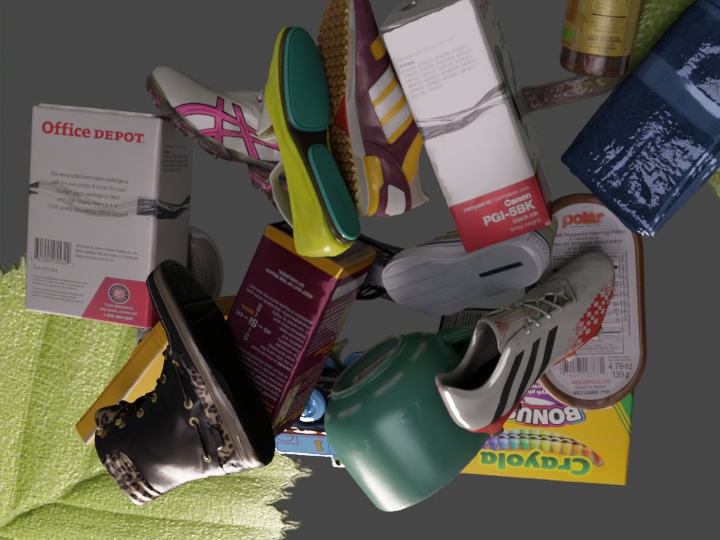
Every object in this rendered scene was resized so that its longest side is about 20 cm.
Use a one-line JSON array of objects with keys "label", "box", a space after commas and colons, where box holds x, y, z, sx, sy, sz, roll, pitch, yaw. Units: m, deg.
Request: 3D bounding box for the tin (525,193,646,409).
[{"label": "tin", "box": [0.213, 0.029, 0.868, 0.110, 0.042, 0.205, -3, 90, 5]}]

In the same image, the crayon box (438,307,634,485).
[{"label": "crayon box", "box": [0.182, 0.131, 0.960, 0.196, 0.058, 0.176, 2, 115, 12]}]

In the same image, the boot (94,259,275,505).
[{"label": "boot", "box": [-0.179, 0.108, 0.834, 0.149, 0.073, 0.203, -25, 96, 18]}]

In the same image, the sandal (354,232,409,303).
[{"label": "sandal", "box": [0.000, 0.000, 0.947, 0.196, 0.045, 0.076, 11, 117, 7]}]

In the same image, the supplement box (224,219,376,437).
[{"label": "supplement box", "box": [-0.073, 0.057, 0.886, 0.085, 0.110, 0.203, 29, 106, 12]}]

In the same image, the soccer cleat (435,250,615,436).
[{"label": "soccer cleat", "box": [0.144, 0.052, 0.795, 0.200, 0.069, 0.085, -47, 127, -4]}]

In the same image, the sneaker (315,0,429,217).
[{"label": "sneaker", "box": [0.016, -0.151, 0.826, 0.089, 0.075, 0.204, -9, 101, -24]}]

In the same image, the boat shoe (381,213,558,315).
[{"label": "boat shoe", "box": [0.103, -0.007, 0.867, 0.198, 0.062, 0.073, -12, 116, 46]}]

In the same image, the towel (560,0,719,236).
[{"label": "towel", "box": [0.274, -0.135, 0.793, 0.111, 0.048, 0.201, 42, 105, 7]}]

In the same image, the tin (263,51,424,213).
[{"label": "tin", "box": [-0.015, -0.124, 0.898, 0.199, 0.042, 0.112, -38, 106, 25]}]

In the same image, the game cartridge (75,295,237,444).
[{"label": "game cartridge", "box": [-0.182, 0.098, 0.969, 0.200, 0.175, 0.033, -49, 68, 24]}]

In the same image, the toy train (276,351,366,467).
[{"label": "toy train", "box": [-0.050, 0.154, 1.011, 0.196, 0.087, 0.116, 0, 121, 12]}]

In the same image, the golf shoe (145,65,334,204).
[{"label": "golf shoe", "box": [-0.105, -0.138, 0.861, 0.198, 0.073, 0.093, 35, 97, -7]}]

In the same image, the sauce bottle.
[{"label": "sauce bottle", "box": [0.211, -0.266, 0.766, 0.063, 0.065, 0.204, 9, 115, 8]}]

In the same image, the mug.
[{"label": "mug", "box": [0.048, 0.123, 0.887, 0.115, 0.185, 0.151, 51, 143, -9]}]

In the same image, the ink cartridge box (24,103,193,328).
[{"label": "ink cartridge box", "box": [-0.249, -0.057, 0.918, 0.142, 0.084, 0.204, 7, 98, 14]}]

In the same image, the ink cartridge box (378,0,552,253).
[{"label": "ink cartridge box", "box": [0.098, -0.142, 0.801, 0.082, 0.147, 0.203, -17, 111, 18]}]

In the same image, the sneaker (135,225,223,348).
[{"label": "sneaker", "box": [-0.200, 0.048, 0.993, 0.073, 0.082, 0.203, 18, 117, 3]}]

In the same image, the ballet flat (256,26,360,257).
[{"label": "ballet flat", "box": [-0.056, -0.107, 0.796, 0.066, 0.066, 0.204, -20, 81, 34]}]
